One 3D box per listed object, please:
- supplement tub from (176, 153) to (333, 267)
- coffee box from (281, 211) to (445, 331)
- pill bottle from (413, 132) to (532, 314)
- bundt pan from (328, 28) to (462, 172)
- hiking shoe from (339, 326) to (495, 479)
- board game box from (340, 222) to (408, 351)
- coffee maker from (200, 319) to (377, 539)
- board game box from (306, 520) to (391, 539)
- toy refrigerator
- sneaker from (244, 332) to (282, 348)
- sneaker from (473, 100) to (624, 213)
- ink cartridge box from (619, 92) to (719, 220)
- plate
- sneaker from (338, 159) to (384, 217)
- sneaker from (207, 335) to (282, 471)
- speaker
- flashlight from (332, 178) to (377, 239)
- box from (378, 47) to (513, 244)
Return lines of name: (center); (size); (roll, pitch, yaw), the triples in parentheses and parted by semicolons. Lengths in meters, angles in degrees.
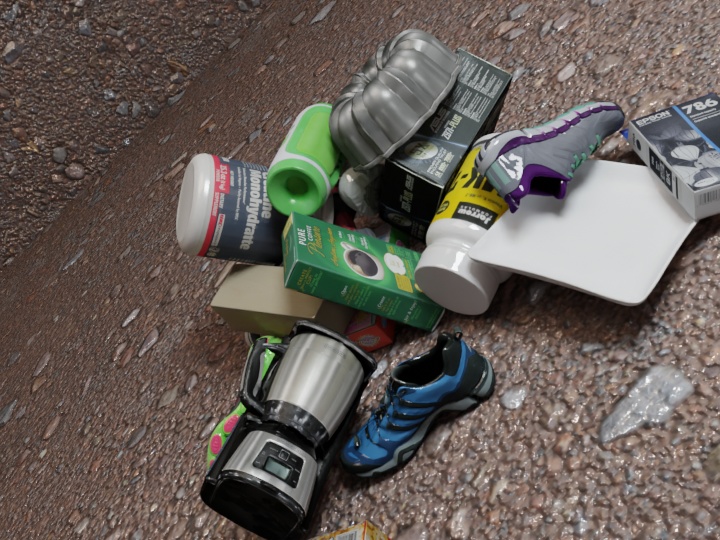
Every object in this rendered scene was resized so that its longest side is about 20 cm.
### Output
supplement tub: (-0.151, -0.080, 1.045); (0.140, 0.198, 0.142); (-172, 90, -66)
coffee box: (0.000, 0.000, 0.912); (0.044, 0.198, 0.123); (-62, 22, 28)
pill bottle: (0.147, -0.055, 0.880); (0.114, 0.114, 0.201); (-2, 51, 49)
bundt pan: (0.032, -0.227, 0.940); (0.202, 0.076, 0.203); (-43, 20, 20)
hiking shoe: (0.045, 0.140, 0.792); (0.200, 0.087, 0.075); (-41, 30, 7)
board game box: (-0.013, 0.036, 1.036); (0.152, 0.040, 0.201); (-24, 36, 32)
coffee maker: (-0.075, 0.189, 0.815); (0.133, 0.193, 0.201); (15, 53, 17)
board game box: (-0.048, 0.353, 0.687); (0.150, 0.046, 0.201); (-27, 35, 28)
toy refrigerator: (-0.103, 0.045, 0.999); (0.198, 0.070, 0.076); (4, 54, 38)
sneaker: (-0.106, 0.029, 1.123); (0.079, 0.078, 0.202); (-12, 54, 49)
sneaker: (0.225, -0.121, 0.822); (0.198, 0.075, 0.088); (-21, 69, -18)
ink cartridge box: (0.351, -0.132, 0.770); (0.098, 0.039, 0.201); (-18, 35, 6)
plate: (0.246, -0.044, 0.771); (0.198, 0.033, 0.200); (17, 52, 43)
sneaker: (-0.002, -0.132, 1.063); (0.200, 0.098, 0.079); (-29, -44, -67)
sneaker: (-0.141, 0.190, 0.990); (0.084, 0.076, 0.202); (85, -153, -73)
speaker: (-0.067, -0.153, 0.996); (0.088, 0.089, 0.201); (-27, 26, 27)
flashlight: (-0.016, -0.066, 1.060); (0.067, 0.068, 0.200); (-20, 31, -7)
box: (0.111, -0.164, 0.999); (0.201, 0.086, 0.164); (-57, -10, -20)
